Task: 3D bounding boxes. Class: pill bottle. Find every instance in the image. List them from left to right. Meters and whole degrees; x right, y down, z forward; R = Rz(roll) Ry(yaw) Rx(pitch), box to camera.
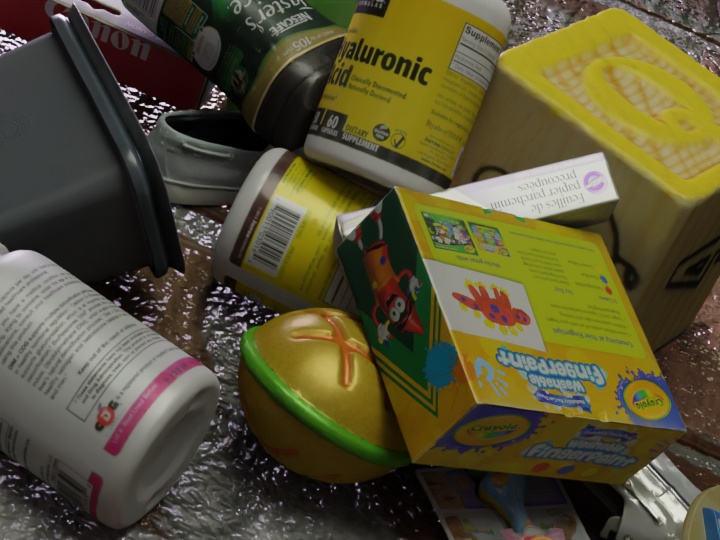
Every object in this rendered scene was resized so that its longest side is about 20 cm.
[{"bbox_3d":[-0.196,0.059,1.175,0.199,0.114,0.113,33,36,13],"label":"pill bottle"},{"bbox_3d":[0.000,0.000,1.371,0.199,0.110,0.109,27,35,4],"label":"pill bottle"},{"bbox_3d":[0.043,-0.156,1.367,0.110,0.202,0.111,21,-2,1],"label":"pill bottle"}]

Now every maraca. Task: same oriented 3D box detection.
[{"bbox_3d":[-0.010,0.083,1.268,0.137,0.107,0.200,45,14,21],"label":"maraca"}]

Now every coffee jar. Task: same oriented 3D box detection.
[{"bbox_3d":[-0.083,-0.180,1.447,0.200,0.086,0.104,44,44,17],"label":"coffee jar"}]

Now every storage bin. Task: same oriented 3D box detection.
[{"bbox_3d":[-0.221,-0.065,1.323,0.133,0.146,0.201,-21,49,-11],"label":"storage bin"}]

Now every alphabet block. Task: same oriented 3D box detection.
[{"bbox_3d":[0.186,-0.056,1.474,0.195,0.201,0.196,37,37,19],"label":"alphabet block"}]

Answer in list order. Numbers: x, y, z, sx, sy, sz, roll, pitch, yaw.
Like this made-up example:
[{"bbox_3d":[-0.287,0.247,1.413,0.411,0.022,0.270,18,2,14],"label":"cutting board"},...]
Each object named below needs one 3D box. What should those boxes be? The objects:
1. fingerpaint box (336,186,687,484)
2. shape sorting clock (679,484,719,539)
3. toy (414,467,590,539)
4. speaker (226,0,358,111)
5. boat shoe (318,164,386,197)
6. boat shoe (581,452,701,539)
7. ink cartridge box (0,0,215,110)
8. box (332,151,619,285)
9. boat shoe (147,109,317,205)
[{"bbox_3d":[0.099,0.047,1.249,0.199,0.073,0.168,10,48,-41],"label":"fingerpaint box"},{"bbox_3d":[0.253,0.235,1.204,0.200,0.039,0.201,39,37,-37],"label":"shape sorting clock"},{"bbox_3d":[0.125,0.192,1.246,0.114,0.047,0.201,1,40,-30],"label":"toy"},{"bbox_3d":[-0.038,-0.202,1.527,0.088,0.201,0.089,21,29,-13],"label":"speaker"},{"bbox_3d":[0.038,-0.086,1.529,0.059,0.073,0.199,-5,11,39],"label":"boat shoe"},{"bbox_3d":[0.197,0.170,1.311,0.070,0.071,0.200,-34,72,-16],"label":"boat shoe"},{"bbox_3d":[-0.202,-0.217,1.560,0.198,0.084,0.176,24,37,0],"label":"ink cartridge box"},{"bbox_3d":[0.079,-0.036,1.313,0.198,0.042,0.039,-14,71,-11],"label":"box"},{"bbox_3d":[-0.077,-0.095,1.483,0.199,0.072,0.070,-4,44,-35],"label":"boat shoe"}]
